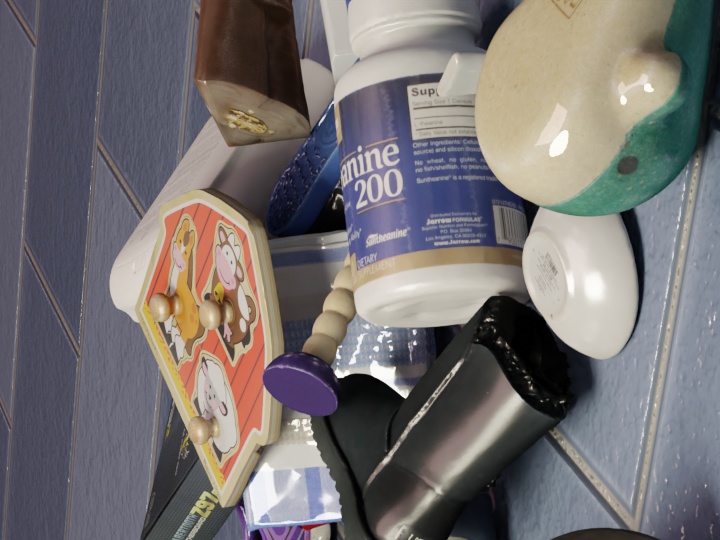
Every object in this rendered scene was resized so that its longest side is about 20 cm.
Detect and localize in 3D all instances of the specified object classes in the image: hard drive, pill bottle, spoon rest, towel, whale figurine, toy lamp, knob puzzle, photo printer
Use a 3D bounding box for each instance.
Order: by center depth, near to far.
[{"bbox_3d":[0.145,-0.119,1.293,0.200,0.104,0.159,-59,28,14],"label":"whale figurine"},{"bbox_3d":[0.112,-0.042,1.439,0.200,0.060,0.099,65,154,23],"label":"spoon rest"},{"bbox_3d":[0.042,-0.072,1.537,0.111,0.111,0.201,140,126,-66],"label":"pill bottle"},{"bbox_3d":[0.000,0.000,1.590,0.200,0.058,0.058,-65,4,-31],"label":"toy lamp"},{"bbox_3d":[-0.103,0.034,1.662,0.220,0.030,0.220,27,121,58],"label":"knob puzzle"},{"bbox_3d":[-0.019,0.071,1.668,0.024,0.147,0.201,-26,-69,-79],"label":"towel"},{"bbox_3d":[-0.019,-0.208,1.779,0.132,0.025,0.200,80,180,-65],"label":"hard drive"},{"bbox_3d":[-0.102,-0.050,1.843,0.166,0.069,0.200,-29,25,57],"label":"photo printer"}]

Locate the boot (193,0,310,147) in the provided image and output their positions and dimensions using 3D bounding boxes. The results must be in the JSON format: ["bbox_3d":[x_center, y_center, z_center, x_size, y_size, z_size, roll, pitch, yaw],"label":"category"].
[{"bbox_3d":[-0.108,-0.190,1.690,0.064,0.186,0.200,-32,47,45],"label":"boot"}]

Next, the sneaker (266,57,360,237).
[{"bbox_3d":[0.017,-0.087,1.689,0.200,0.078,0.070,-51,33,30],"label":"sneaker"}]

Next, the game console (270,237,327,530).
[{"bbox_3d":[-0.041,0.075,1.774,0.177,0.031,0.201,-44,-55,-84],"label":"game console"}]

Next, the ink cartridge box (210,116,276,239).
[{"bbox_3d":[-0.105,-0.015,2.076,0.200,0.047,0.198,115,147,-48],"label":"ink cartridge box"}]

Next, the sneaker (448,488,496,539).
[{"bbox_3d":[0.044,0.183,1.639,0.200,0.070,0.082,134,149,-60],"label":"sneaker"}]

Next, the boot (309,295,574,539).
[{"bbox_3d":[0.052,0.080,1.518,0.168,0.076,0.200,-51,24,20],"label":"boot"}]

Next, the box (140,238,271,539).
[{"bbox_3d":[-0.103,0.095,1.869,0.158,0.051,0.200,126,159,-48],"label":"box"}]

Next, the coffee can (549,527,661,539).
[{"bbox_3d":[0.104,0.239,1.319,0.200,0.146,0.147,122,142,-59],"label":"coffee can"}]

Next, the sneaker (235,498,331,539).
[{"bbox_3d":[-0.063,0.147,1.895,0.081,0.083,0.201,-164,77,-69],"label":"sneaker"}]
